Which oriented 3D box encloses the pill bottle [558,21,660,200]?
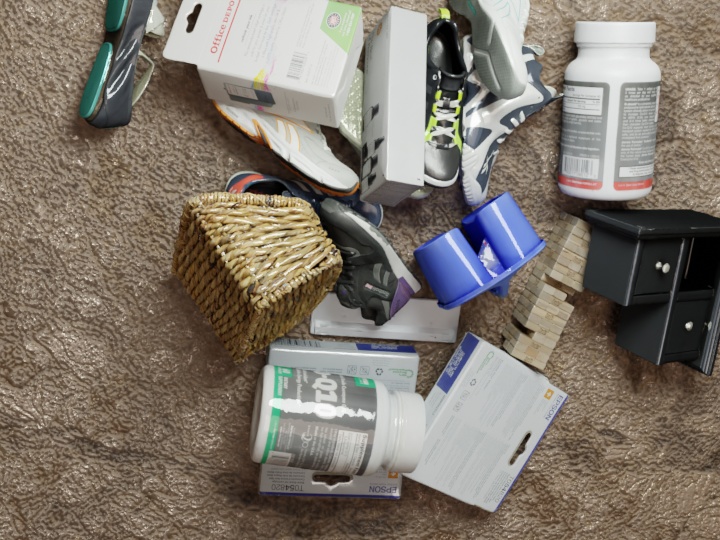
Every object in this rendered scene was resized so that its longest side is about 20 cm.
[{"bbox_3d":[0.301,-0.194,1.078,0.113,0.116,0.205,-2,105,-9],"label":"pill bottle"}]

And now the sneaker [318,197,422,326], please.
[{"bbox_3d":[0.000,0.000,1.059,0.088,0.075,0.200,-50,135,-7],"label":"sneaker"}]

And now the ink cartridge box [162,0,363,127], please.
[{"bbox_3d":[-0.105,-0.243,0.985,0.196,0.068,0.119,14,71,7],"label":"ink cartridge box"}]

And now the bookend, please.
[{"bbox_3d":[0.366,0.030,1.125,0.196,0.092,0.203,-1,107,-31],"label":"bookend"}]

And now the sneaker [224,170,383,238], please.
[{"bbox_3d":[-0.065,-0.070,1.067,0.195,0.085,0.077,6,104,-11],"label":"sneaker"}]

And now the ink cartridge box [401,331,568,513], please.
[{"bbox_3d":[0.159,0.205,1.177,0.199,0.040,0.202,31,92,-36],"label":"ink cartridge box"}]

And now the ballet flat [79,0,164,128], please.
[{"bbox_3d":[-0.259,-0.256,1.002,0.072,0.073,0.204,15,96,-13],"label":"ballet flat"}]

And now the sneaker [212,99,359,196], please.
[{"bbox_3d":[-0.072,-0.168,1.025,0.199,0.076,0.093,37,88,5],"label":"sneaker"}]

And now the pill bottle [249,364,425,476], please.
[{"bbox_3d":[-0.028,0.182,1.065,0.195,0.113,0.116,9,103,-12],"label":"pill bottle"}]

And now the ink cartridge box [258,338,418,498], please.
[{"bbox_3d":[-0.032,0.193,1.156,0.195,0.041,0.205,5,105,-10],"label":"ink cartridge box"}]

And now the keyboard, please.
[{"bbox_3d":[0.033,0.061,1.158,0.195,0.011,0.058,4,99,-11],"label":"keyboard"}]

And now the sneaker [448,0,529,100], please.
[{"bbox_3d":[0.161,-0.281,1.011,0.078,0.071,0.204,-4,61,-18],"label":"sneaker"}]

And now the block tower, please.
[{"bbox_3d":[0.252,0.021,1.158,0.057,0.054,0.203,24,99,-15],"label":"block tower"}]

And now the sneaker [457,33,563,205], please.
[{"bbox_3d":[0.181,-0.181,1.080,0.126,0.080,0.204,0,95,0],"label":"sneaker"}]

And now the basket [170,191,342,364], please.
[{"bbox_3d":[-0.115,-0.014,1.019,0.141,0.201,0.150,-32,78,-26],"label":"basket"}]

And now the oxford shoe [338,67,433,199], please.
[{"bbox_3d":[0.012,-0.163,1.070,0.075,0.058,0.201,-44,100,-22],"label":"oxford shoe"}]

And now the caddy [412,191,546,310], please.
[{"bbox_3d":[0.143,-0.012,1.065,0.140,0.200,0.106,-34,90,0],"label":"caddy"}]

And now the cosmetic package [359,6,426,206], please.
[{"bbox_3d":[0.036,-0.184,1.009,0.050,0.082,0.205,8,75,-22],"label":"cosmetic package"}]

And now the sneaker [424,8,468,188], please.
[{"bbox_3d":[0.087,-0.199,1.028,0.070,0.083,0.205,-1,82,-16],"label":"sneaker"}]
